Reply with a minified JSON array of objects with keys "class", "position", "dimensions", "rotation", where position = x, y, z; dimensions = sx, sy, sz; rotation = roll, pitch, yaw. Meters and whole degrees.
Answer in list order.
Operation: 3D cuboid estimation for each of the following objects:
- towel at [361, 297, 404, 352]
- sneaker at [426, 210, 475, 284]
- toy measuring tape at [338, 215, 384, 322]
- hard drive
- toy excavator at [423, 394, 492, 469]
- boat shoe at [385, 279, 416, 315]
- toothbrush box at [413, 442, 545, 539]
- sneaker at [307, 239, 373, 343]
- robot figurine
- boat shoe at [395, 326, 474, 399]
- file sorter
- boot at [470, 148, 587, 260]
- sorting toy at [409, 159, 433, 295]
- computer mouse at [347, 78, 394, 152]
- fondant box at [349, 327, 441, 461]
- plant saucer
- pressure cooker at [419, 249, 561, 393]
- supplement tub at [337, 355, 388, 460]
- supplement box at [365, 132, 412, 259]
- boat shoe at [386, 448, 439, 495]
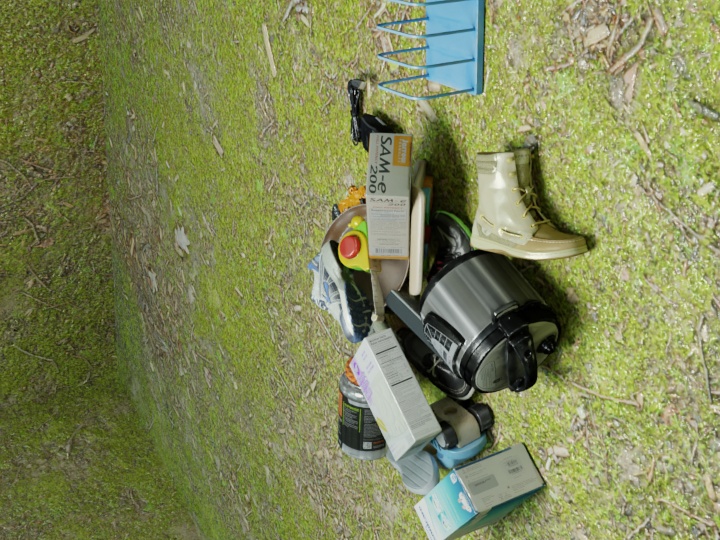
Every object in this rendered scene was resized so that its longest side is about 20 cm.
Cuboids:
[{"class":"towel","position":[0.039,0.127,1.837],"dimensions":[0.193,0.034,0.200],"rotation":[89,157,-52]},{"class":"sneaker","position":[0.152,-0.002,1.619],"dimensions":[0.077,0.084,0.201],"rotation":[-8,96,62]},{"class":"toy measuring tape","position":[0.000,0.000,1.704],"dimensions":[0.074,0.073,0.201],"rotation":[140,126,-61]},{"class":"hard drive","position":[0.140,0.115,1.657],"dimensions":[0.033,0.139,0.200],"rotation":[-54,45,8]},{"class":"toy excavator","position":[0.158,0.318,1.773],"dimensions":[0.194,0.100,0.201],"rotation":[33,140,55]},{"class":"boat shoe","position":[0.040,0.052,1.882],"dimensions":[0.200,0.062,0.074],"rotation":[-4,99,62]},{"class":"toothbrush box","position":[0.200,0.387,1.657],"dimensions":[0.085,0.146,0.200],"rotation":[63,152,23]},{"class":"sneaker","position":[-0.041,0.049,1.731],"dimensions":[0.085,0.077,0.201],"rotation":[-34,56,26]},{"class":"robot figurine","position":[0.024,-0.072,1.816],"dimensions":[0.145,0.058,0.201],"rotation":[-33,66,24]},{"class":"boat shoe","position":[0.132,0.163,1.745],"dimensions":[0.074,0.060,0.200],"rotation":[-57,41,12]},{"class":"file sorter","position":[0.101,-0.374,1.488],"dimensions":[0.139,0.122,0.201],"rotation":[33,131,52]},{"class":"boot","position":[0.244,-0.099,1.412],"dimensions":[0.200,0.073,0.156],"rotation":[13,106,49]},{"class":"sorting toy","position":[0.104,-0.077,1.640],"dimensions":[0.200,0.036,0.186],"rotation":[-79,-9,-69]},{"class":"computer mouse","position":[0.027,-0.275,1.768],"dimensions":[0.200,0.046,0.141],"rotation":[-129,30,-59]},{"class":"fondant box","position":[0.058,0.221,1.707],"dimensions":[0.201,0.058,0.144],"rotation":[64,159,18]},{"class":"plant saucer","position":[0.011,-0.020,1.762],"dimensions":[0.200,0.032,0.201],"rotation":[-5,81,33]},{"class":"pressure cooker","position":[0.204,0.087,1.469],"dimensions":[0.179,0.176,0.200],"rotation":[-54,53,25]},{"class":"supplement tub","position":[0.015,0.276,1.978],"dimensions":[0.123,0.122,0.201],"rotation":[41,137,48]},{"class":"supplement box","position":[0.049,-0.121,1.618],"dimensions":[0.200,0.073,0.126],"rotation":[86,-173,-60]},{"class":"boat shoe","position":[0.112,0.369,1.783],"dimensions":[0.067,0.074,0.200],"rotation":[44,179,-18]}]
